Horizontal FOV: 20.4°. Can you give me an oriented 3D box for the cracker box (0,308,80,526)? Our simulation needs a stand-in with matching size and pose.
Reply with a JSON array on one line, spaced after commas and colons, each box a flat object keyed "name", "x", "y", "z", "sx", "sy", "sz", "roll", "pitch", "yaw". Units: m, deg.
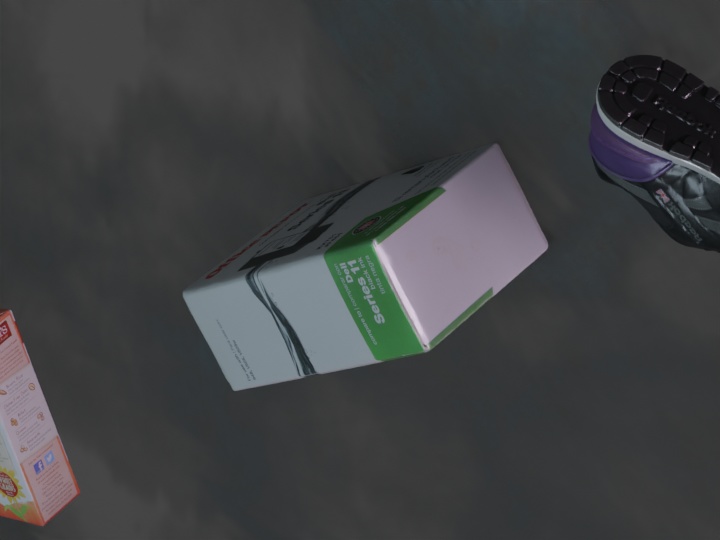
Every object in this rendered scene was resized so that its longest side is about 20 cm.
[{"name": "cracker box", "x": -0.344, "y": 0.125, "z": 1.805, "sx": 0.133, "sy": 0.058, "sz": 0.201, "roll": 8, "pitch": 125, "yaw": 38}]

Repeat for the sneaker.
[{"name": "sneaker", "x": 0.220, "y": -0.042, "z": 1.166, "sx": 0.200, "sy": 0.076, "sz": 0.088, "roll": 39, "pitch": 154, "yaw": 18}]

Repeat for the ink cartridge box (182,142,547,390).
[{"name": "ink cartridge box", "x": 0.000, "y": 0.000, "z": 1.325, "sx": 0.199, "sy": 0.146, "sz": 0.083, "roll": -15, "pitch": 108, "yaw": 46}]
